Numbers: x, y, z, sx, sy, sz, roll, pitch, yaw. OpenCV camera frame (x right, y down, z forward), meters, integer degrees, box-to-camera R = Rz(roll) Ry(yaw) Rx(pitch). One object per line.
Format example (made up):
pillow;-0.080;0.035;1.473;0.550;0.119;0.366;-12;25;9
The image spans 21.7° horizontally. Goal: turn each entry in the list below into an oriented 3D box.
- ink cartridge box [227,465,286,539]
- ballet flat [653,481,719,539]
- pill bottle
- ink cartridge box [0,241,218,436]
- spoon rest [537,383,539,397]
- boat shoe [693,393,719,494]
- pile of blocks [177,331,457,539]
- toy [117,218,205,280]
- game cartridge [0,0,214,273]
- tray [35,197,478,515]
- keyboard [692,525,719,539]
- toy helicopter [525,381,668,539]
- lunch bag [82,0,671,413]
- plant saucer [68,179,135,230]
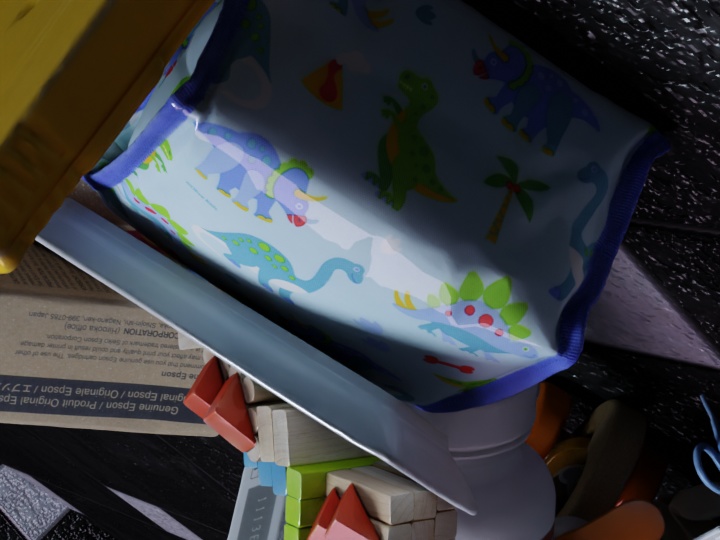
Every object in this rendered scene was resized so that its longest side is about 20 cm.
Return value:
ink cartridge box;0.012;0.122;0.999;0.043;0.201;0.173;-22;132;36
ballet flat;0.183;0.142;0.993;0.064;0.076;0.200;41;154;-3
pill bottle;0.031;0.138;0.854;0.111;0.202;0.112;3;-162;-1
ink cartridge box;-0.173;0.012;1.005;0.163;0.076;0.200;6;-161;-28
spoon rest;0.000;0.000;0.882;0.199;0.061;0.099;35;130;-22
boat shoe;0.178;0.072;0.782;0.084;0.069;0.200;27;164;12
pile of blocks;-0.035;0.077;0.787;0.062;0.083;0.200;-3;-147;-34
toy;-0.098;-0.028;0.974;0.199;0.048;0.115;22;-154;33
game cartridge;-0.092;-0.075;0.595;0.032;0.201;0.176;39;162;-22
tray;-0.044;0.026;0.707;0.199;0.022;0.107;30;175;26
keyboard;0.157;0.153;0.918;0.056;0.011;0.200;8;158;-14
toy helicopter;0.089;0.157;0.952;0.078;0.201;0.132;30;179;-7
lunch bag;-0.008;-0.030;0.713;0.169;0.128;0.200;34;154;-11
plant saucer;-0.147;-0.092;0.871;0.199;0.037;0.201;16;149;10
